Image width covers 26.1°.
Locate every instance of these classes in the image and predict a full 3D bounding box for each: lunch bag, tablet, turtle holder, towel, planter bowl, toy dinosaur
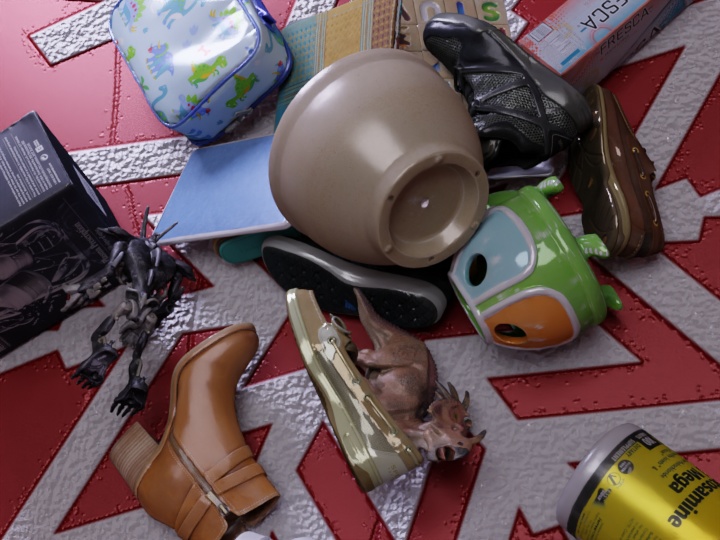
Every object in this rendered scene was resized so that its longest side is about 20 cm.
[{"bbox_3d":[-0.168,-0.245,1.656,0.161,0.082,0.200,-41,57,15],"label":"lunch bag"},{"bbox_3d":[-0.122,-0.084,1.572,0.200,0.014,0.130,-6,51,39],"label":"tablet"},{"bbox_3d":[0.146,-0.012,1.448,0.132,0.141,0.186,-29,73,-1],"label":"turtle holder"},{"bbox_3d":[-0.024,-0.199,1.570,0.200,0.022,0.147,-9,74,53],"label":"towel"},{"bbox_3d":[0.033,-0.084,1.420,0.200,0.200,0.135,-38,44,-6],"label":"planter bowl"},{"bbox_3d":[0.044,0.109,1.453,0.135,0.086,0.200,-13,58,8],"label":"toy dinosaur"}]

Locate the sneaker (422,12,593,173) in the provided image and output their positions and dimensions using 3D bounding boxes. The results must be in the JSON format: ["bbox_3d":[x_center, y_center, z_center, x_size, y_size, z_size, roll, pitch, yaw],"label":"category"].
[{"bbox_3d":[0.118,-0.170,1.515,0.199,0.076,0.114,41,73,20],"label":"sneaker"}]

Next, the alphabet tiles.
[{"bbox_3d":[0.078,-0.222,1.582,0.166,0.006,0.200,-1,64,-14],"label":"alphabet tiles"}]

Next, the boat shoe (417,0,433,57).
[{"bbox_3d":[0.031,-0.209,1.603,0.076,0.060,0.200,6,58,13],"label":"boat shoe"}]

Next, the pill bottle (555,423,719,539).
[{"bbox_3d":[0.275,0.228,1.318,0.200,0.112,0.112,36,78,25],"label":"pill bottle"}]

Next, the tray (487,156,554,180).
[{"bbox_3d":[0.099,-0.124,1.575,0.200,0.022,0.107,-3,50,13],"label":"tray"}]

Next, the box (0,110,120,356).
[{"bbox_3d":[-0.346,-0.030,1.551,0.182,0.200,0.104,-31,62,-1],"label":"box"}]

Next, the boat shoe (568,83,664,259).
[{"bbox_3d":[0.250,-0.094,1.512,0.067,0.072,0.200,9,53,-19],"label":"boat shoe"}]

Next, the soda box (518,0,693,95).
[{"bbox_3d":[0.252,-0.253,1.571,0.200,0.068,0.064,-40,63,-13],"label":"soda box"}]

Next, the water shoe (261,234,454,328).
[{"bbox_3d":[0.000,0.000,1.535,0.200,0.072,0.079,19,48,19],"label":"water shoe"}]

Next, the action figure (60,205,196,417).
[{"bbox_3d":[-0.233,0.036,1.521,0.102,0.119,0.200,-27,40,38],"label":"action figure"}]

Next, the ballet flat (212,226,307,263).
[{"bbox_3d":[-0.055,-0.060,1.569,0.200,0.069,0.063,-11,49,8],"label":"ballet flat"}]

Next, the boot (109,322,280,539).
[{"bbox_3d":[-0.128,0.162,1.478,0.155,0.074,0.200,40,92,28],"label":"boot"}]

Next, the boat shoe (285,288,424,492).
[{"bbox_3d":[-0.010,0.098,1.385,0.063,0.073,0.201,-23,62,-3],"label":"boat shoe"}]

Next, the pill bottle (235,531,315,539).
[{"bbox_3d":[-0.025,0.300,1.362,0.200,0.109,0.109,16,70,21],"label":"pill bottle"}]
